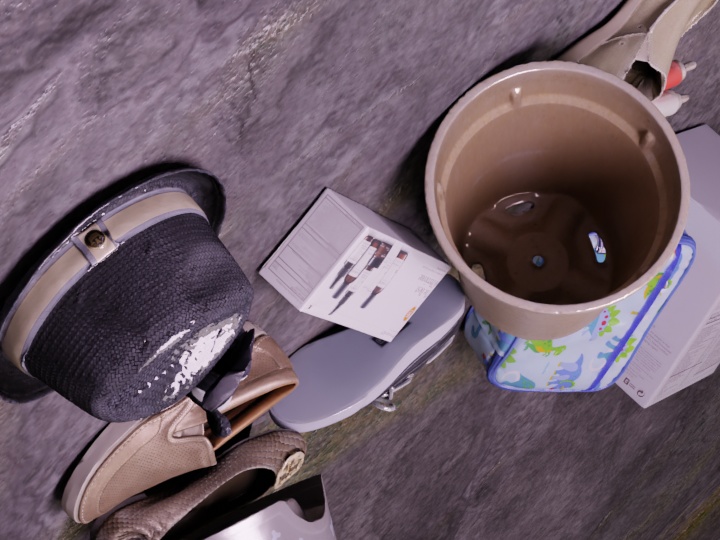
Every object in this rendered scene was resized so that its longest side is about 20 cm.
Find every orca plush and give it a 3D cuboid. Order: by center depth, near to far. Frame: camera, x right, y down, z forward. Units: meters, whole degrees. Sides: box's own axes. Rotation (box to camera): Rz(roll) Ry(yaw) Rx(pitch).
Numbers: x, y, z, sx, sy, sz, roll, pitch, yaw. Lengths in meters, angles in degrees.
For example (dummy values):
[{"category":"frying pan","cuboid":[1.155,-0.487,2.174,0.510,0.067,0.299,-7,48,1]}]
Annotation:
[{"category":"orca plush","cuboid":[-0.119,0.066,1.585,0.200,0.071,0.106,-126,-140,-76]}]

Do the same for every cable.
[{"category":"cable","cuboid":[0.209,-0.132,1.930,0.200,0.050,0.097,-31,156,-39]}]

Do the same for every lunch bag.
[{"category":"lunch bag","cuboid":[0.201,0.020,2.077,0.160,0.083,0.201,6,129,-35]}]

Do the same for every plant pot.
[{"category":"plant pot","cuboid":[0.145,-0.035,1.805,0.200,0.200,0.184,-42,167,-13]}]

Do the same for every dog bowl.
[{"category":"dog bowl","cuboid":[-0.108,0.230,1.831,0.199,0.059,0.200,-26,178,-1]}]

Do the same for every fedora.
[{"category":"fedora","cuboid":[-0.139,0.032,1.478,0.200,0.092,0.201,-40,159,-19]}]

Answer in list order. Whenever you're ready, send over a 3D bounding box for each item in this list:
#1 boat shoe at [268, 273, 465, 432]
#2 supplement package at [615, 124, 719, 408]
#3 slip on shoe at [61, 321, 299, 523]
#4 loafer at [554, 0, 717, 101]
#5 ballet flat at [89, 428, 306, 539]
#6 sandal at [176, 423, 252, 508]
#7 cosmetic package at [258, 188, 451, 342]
[{"category":"boat shoe","cuboid":[0.005,0.078,1.877,0.199,0.073,0.068,-41,152,-29]},{"category":"supplement package","cuboid":[0.299,-0.006,2.194,0.150,0.152,0.201,-19,146,-52]},{"category":"slip on shoe","cuboid":[-0.132,0.122,1.706,0.200,0.061,0.076,-40,158,-19]},{"category":"loafer","cuboid":[0.227,-0.175,1.864,0.200,0.068,0.076,-41,159,-17]},{"category":"ballet flat","cuboid":[-0.115,0.177,1.766,0.199,0.046,0.068,-22,141,-36]},{"category":"sandal","cuboid":[-0.106,0.155,1.834,0.075,0.048,0.201,-38,158,-22]},{"category":"cosmetic package","cuboid":[0.000,0.000,1.760,0.083,0.051,0.200,-49,160,8]}]
